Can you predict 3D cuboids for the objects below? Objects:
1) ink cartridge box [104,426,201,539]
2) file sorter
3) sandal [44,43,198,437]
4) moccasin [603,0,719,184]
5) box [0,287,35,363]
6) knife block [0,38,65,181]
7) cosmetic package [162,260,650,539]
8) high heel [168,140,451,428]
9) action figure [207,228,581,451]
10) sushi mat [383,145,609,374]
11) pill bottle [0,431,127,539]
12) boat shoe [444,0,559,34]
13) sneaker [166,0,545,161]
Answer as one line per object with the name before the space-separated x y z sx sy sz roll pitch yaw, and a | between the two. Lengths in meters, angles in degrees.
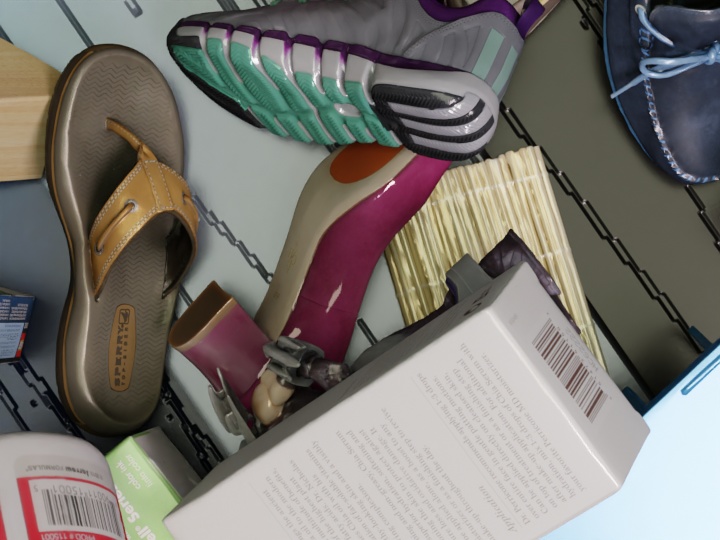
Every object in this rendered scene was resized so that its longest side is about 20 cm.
ink cartridge box | -0.166 0.166 1.117 0.200 0.117 0.067 -39 87 0
file sorter | 0.143 0.141 1.096 0.200 0.123 0.139 -43 95 5
sandal | -0.116 -0.013 1.132 0.082 0.055 0.200 3 91 -42
moccasin | 0.157 -0.133 1.110 0.080 0.068 0.200 -20 112 -13
box | -0.272 0.005 1.113 0.200 0.137 0.038 15 90 2
knife block | -0.268 -0.073 1.099 0.200 0.176 0.064 29 134 1
cosmetic package | 0.020 0.095 1.022 0.200 0.071 0.101 -34 95 25
high heel | 0.000 0.000 1.150 0.200 0.067 0.096 -42 118 4
action figure | 0.011 0.060 1.109 0.200 0.130 0.069 -36 47 0
sushi mat | 0.076 0.041 1.165 0.096 0.012 0.200 -17 89 0
pill bottle | -0.144 0.180 0.971 0.112 0.112 0.200 -17 64 1
boat shoe | 0.112 -0.198 1.144 0.072 0.060 0.200 40 90 2
sneaker | -0.003 -0.113 1.124 0.200 0.074 0.088 16 63 34
